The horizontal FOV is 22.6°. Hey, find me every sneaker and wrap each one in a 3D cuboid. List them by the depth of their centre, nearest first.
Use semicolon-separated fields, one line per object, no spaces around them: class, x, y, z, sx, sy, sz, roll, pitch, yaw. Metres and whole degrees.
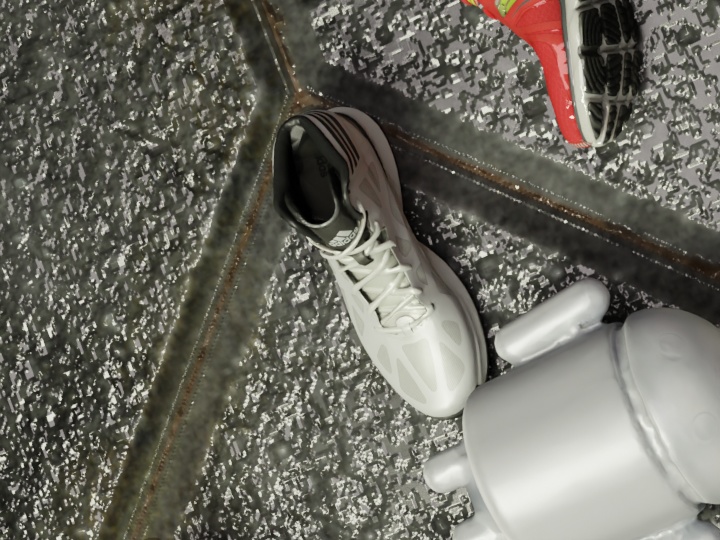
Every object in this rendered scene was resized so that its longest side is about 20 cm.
sneaker;0.097;-0.159;1.021;0.085;0.077;0.201;-21;79;32
sneaker;0.000;0.000;1.037;0.076;0.115;0.201;-28;84;20

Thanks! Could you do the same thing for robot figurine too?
robot figurine;0.136;0.092;0.992;0.200;0.113;0.170;-26;86;21

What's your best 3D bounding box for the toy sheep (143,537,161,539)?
toy sheep;-0.104;0.258;1.086;0.138;0.138;0.201;-4;98;21
